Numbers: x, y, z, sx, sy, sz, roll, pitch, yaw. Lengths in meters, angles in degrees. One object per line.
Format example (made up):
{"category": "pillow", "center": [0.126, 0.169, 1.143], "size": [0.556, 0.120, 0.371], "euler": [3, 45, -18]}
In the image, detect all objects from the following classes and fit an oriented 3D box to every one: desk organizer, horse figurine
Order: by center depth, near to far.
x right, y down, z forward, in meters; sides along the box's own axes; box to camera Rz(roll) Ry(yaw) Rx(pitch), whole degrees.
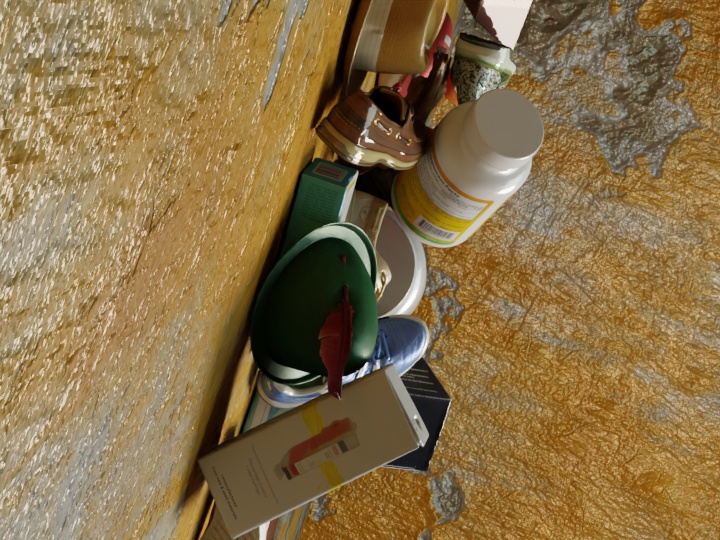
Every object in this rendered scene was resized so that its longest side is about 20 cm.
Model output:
{"category": "horse figurine", "center": [0.046, -0.172, 1.694], "size": [0.200, 0.050, 0.133], "euler": [-50, -168, 19]}
{"category": "desk organizer", "center": [0.120, -0.336, 1.725], "size": [0.201, 0.071, 0.077], "euler": [-115, -146, -42]}

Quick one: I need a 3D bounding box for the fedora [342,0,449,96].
{"category": "fedora", "center": [0.042, -0.257, 1.564], "size": [0.201, 0.081, 0.203], "euler": [19, 90, -87]}

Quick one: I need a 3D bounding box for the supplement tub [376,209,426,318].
{"category": "supplement tub", "center": [0.006, 0.000, 1.790], "size": [0.200, 0.144, 0.147], "euler": [47, 61, -85]}

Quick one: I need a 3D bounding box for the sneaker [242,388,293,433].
{"category": "sneaker", "center": [-0.051, 0.142, 1.723], "size": [0.080, 0.129, 0.202], "euler": [47, 60, -84]}

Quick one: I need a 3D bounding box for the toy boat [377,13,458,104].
{"category": "toy boat", "center": [0.095, -0.259, 1.999], "size": [0.200, 0.129, 0.132], "euler": [99, 9, -69]}

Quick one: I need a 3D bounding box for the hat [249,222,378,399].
{"category": "hat", "center": [0.005, 0.069, 1.448], "size": [0.200, 0.175, 0.167], "euler": [-45, 137, -23]}

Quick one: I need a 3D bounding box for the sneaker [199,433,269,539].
{"category": "sneaker", "center": [-0.126, 0.268, 1.628], "size": [0.105, 0.075, 0.203], "euler": [-13, 117, -80]}

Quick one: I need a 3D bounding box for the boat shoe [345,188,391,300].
{"category": "boat shoe", "center": [0.000, 0.000, 1.630], "size": [0.074, 0.068, 0.202], "euler": [112, -16, -61]}

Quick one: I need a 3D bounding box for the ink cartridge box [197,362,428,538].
{"category": "ink cartridge box", "center": [-0.042, 0.168, 1.462], "size": [0.145, 0.198, 0.084], "euler": [8, 57, -86]}

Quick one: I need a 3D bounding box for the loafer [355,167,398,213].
{"category": "loafer", "center": [0.027, -0.105, 1.879], "size": [0.070, 0.068, 0.201], "euler": [-35, -155, 5]}

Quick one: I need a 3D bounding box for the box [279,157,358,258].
{"category": "box", "center": [-0.056, -0.008, 1.556], "size": [0.082, 0.049, 0.202], "euler": [-62, 169, -72]}

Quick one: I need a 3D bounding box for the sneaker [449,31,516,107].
{"category": "sneaker", "center": [0.126, -0.211, 1.717], "size": [0.200, 0.076, 0.089], "euler": [8, 103, -81]}

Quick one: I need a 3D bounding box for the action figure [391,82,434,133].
{"category": "action figure", "center": [0.065, -0.184, 1.806], "size": [0.199, 0.065, 0.100], "euler": [0, -114, 48]}

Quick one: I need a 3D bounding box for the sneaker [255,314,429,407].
{"category": "sneaker", "center": [-0.015, 0.102, 1.650], "size": [0.077, 0.198, 0.076], "euler": [139, -71, -82]}

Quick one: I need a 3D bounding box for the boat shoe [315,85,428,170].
{"category": "boat shoe", "center": [0.027, -0.149, 1.546], "size": [0.068, 0.072, 0.200], "euler": [-53, 163, 18]}

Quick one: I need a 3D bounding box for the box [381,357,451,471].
{"category": "box", "center": [0.002, 0.145, 1.861], "size": [0.200, 0.146, 0.105], "euler": [-124, -132, -60]}

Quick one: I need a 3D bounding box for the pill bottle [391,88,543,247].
{"category": "pill bottle", "center": [0.118, -0.113, 1.642], "size": [0.200, 0.110, 0.112], "euler": [-47, -160, 59]}
